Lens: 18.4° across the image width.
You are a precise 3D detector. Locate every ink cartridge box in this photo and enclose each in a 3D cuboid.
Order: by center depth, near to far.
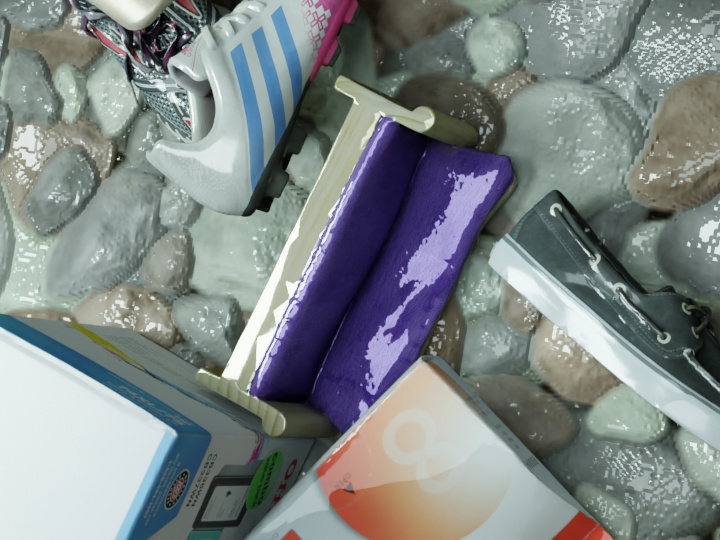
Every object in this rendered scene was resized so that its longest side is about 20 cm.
[{"bbox_3d":[0.050,0.173,1.216,0.162,0.050,0.200,-46,79,11],"label":"ink cartridge box"},{"bbox_3d":[-0.147,0.122,1.231,0.146,0.200,0.147,27,95,20],"label":"ink cartridge box"}]

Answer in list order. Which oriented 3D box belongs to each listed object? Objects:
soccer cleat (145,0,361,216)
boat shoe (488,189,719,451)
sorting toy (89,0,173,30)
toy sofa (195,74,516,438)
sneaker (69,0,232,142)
[{"bbox_3d":[-0.056,-0.128,1.251,0.086,0.070,0.201,25,67,-9],"label":"soccer cleat"},{"bbox_3d":[0.155,0.032,1.194,0.200,0.069,0.057,40,99,22],"label":"boat shoe"},{"bbox_3d":[-0.125,-0.253,1.299,0.185,0.037,0.200,37,66,20],"label":"sorting toy"},{"bbox_3d":[0.000,0.000,1.248,0.097,0.083,0.201,28,96,22],"label":"toy sofa"},{"bbox_3d":[-0.128,-0.146,1.316,0.081,0.075,0.200,-47,72,11],"label":"sneaker"}]
